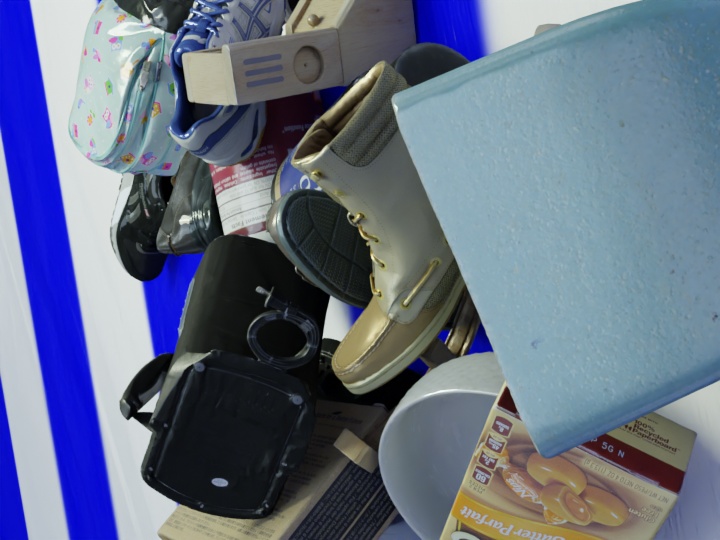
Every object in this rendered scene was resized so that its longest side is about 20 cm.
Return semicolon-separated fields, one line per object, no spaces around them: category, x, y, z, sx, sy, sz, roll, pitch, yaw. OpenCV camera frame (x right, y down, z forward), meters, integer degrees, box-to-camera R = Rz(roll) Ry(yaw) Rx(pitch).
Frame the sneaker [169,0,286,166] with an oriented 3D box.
sneaker;-0.113;-0.190;0.957;0.074;0.088;0.203;0;85;25

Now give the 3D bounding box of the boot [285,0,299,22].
boot;-0.090;-0.325;1.043;0.144;0.072;0.203;25;123;53

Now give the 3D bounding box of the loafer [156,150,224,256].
loafer;-0.153;-0.095;1.131;0.201;0.071;0.073;-83;-28;-47

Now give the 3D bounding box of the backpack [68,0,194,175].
backpack;-0.222;-0.200;1.213;0.167;0.125;0.202;43;121;50

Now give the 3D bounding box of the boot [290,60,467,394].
boot;0.007;-0.025;0.799;0.200;0.155;0.073;-50;24;13

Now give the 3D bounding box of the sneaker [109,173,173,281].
sneaker;-0.235;-0.065;1.343;0.087;0.075;0.202;36;128;39

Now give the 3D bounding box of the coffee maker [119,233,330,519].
coffee maker;-0.078;0.061;0.909;0.192;0.134;0.201;-42;21;22

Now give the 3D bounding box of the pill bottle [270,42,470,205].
pill bottle;0.015;-0.089;0.912;0.200;0.111;0.113;-40;66;54

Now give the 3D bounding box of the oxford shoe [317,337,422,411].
oxford shoe;0.020;0.129;1.029;0.199;0.072;0.085;28;146;47

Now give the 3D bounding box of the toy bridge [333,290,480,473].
toy bridge;0.055;0.062;0.873;0.027;0.067;0.201;29;81;30

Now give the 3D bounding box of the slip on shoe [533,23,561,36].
slip on shoe;0.147;-0.062;0.772;0.060;0.076;0.203;-4;89;17

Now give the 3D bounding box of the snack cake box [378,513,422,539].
snack cake box;0.011;0.233;1.015;0.199;0.114;0.068;-10;92;58

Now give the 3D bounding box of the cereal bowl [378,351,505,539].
cereal bowl;0.116;0.133;0.818;0.198;0.084;0.202;17;133;19

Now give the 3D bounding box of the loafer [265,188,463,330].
loafer;0.000;0.000;0.891;0.063;0.199;0.073;-5;64;50

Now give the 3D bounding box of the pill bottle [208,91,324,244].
pill bottle;-0.074;-0.075;1.052;0.114;0.113;0.203;-16;86;57

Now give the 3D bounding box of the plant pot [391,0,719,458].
plant pot;0.173;-0.048;0.605;0.199;0.195;0.198;-24;87;31

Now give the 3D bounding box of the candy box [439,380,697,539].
candy box;0.118;0.154;0.733;0.114;0.055;0.201;25;135;12

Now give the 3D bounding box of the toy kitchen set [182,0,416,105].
toy kitchen set;-0.028;-0.237;0.868;0.162;0.179;0.203;14;115;53

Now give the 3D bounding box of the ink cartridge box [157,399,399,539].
ink cartridge box;-0.058;0.188;0.951;0.075;0.165;0.199;50;156;-18
